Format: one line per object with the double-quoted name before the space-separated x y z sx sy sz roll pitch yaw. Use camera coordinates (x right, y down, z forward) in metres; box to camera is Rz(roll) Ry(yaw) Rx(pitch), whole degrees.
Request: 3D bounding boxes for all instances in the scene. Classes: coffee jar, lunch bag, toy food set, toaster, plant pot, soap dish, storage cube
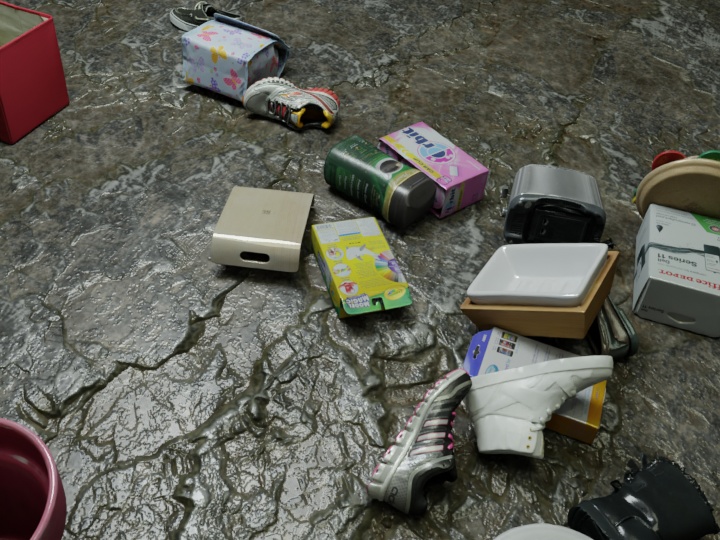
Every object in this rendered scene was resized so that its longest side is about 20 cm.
"coffee jar" 0.035 -0.156 1.325 0.198 0.087 0.104 34 47 28
"lunch bag" -0.262 -0.462 1.589 0.166 0.129 0.201 22 38 13
"toy food set" 0.568 -0.125 1.273 0.194 0.201 0.049 25 57 -4
"toaster" 0.340 -0.105 1.289 0.194 0.116 0.131 9 40 5
"plant pot" -0.382 0.281 0.736 0.194 0.182 0.203 3 42 -3
"soap dish" 0.268 0.030 1.110 0.196 0.083 0.157 -1 32 40
"storage cube" -0.681 -0.376 1.402 0.167 0.183 0.202 18 44 13
"toy food set" -0.157 -0.071 1.240 0.139 0.062 0.202 6 35 1

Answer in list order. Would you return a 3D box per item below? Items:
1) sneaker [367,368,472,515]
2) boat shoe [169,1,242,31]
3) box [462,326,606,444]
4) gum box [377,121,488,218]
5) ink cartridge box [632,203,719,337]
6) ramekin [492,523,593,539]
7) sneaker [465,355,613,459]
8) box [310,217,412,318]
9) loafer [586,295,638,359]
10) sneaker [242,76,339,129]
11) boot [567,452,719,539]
"sneaker" 0.094 0.217 0.930 0.086 0.074 0.201 32 65 15
"boat shoe" -0.361 -0.598 1.765 0.195 0.065 0.071 18 43 12
"box" 0.243 0.155 1.054 0.195 0.042 0.120 17 44 15
"gum box" 0.127 -0.193 1.389 0.112 0.067 0.200 -24 50 -31
"ink cartridge box" 0.530 -0.004 1.225 0.143 0.084 0.202 15 44 10
"ramekin" 0.193 0.377 0.767 0.196 0.096 0.205 4 42 -4
"sneaker" 0.237 0.180 0.965 0.195 0.074 0.119 -15 71 13
"box" 0.000 0.000 1.184 0.114 0.049 0.202 -8 42 -16
"loafer" 0.351 0.052 1.157 0.061 0.073 0.202 -14 48 -13
"sneaker" -0.139 -0.330 1.496 0.194 0.079 0.083 5 43 -1
"boot" 0.354 0.319 0.871 0.159 0.075 0.199 -15 46 -26
